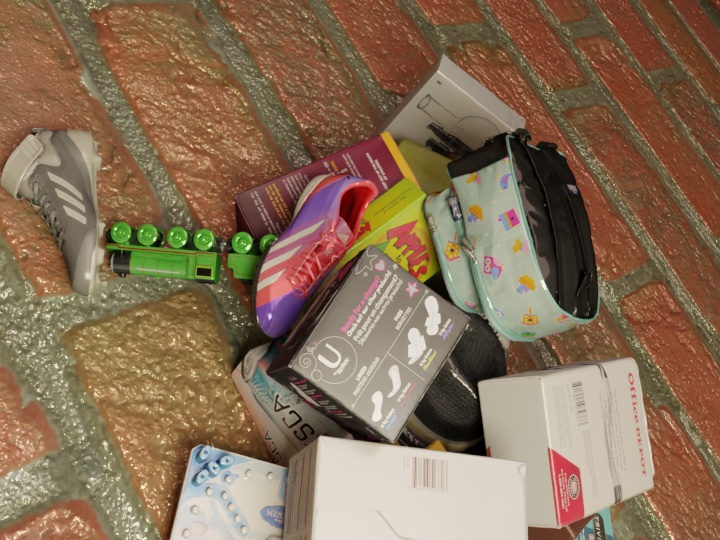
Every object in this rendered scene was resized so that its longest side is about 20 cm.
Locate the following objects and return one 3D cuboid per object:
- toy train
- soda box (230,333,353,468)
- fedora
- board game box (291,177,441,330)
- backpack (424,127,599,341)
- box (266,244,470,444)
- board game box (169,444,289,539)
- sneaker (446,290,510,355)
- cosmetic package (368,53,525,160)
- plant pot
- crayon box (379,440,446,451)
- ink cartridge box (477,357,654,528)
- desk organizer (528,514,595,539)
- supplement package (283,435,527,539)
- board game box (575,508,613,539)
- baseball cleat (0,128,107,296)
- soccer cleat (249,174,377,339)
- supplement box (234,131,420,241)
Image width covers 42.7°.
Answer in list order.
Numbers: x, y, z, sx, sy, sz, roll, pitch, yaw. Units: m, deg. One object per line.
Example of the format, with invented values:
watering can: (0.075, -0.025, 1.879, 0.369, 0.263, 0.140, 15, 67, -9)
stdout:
toy train: (-0.172, -0.015, 0.968, 0.196, 0.042, 0.057, 4, 84, 3)
soda box: (-0.057, 0.172, 0.962, 0.063, 0.068, 0.202, -19, 72, -38)
fedora: (0.100, 0.109, 1.009, 0.198, 0.092, 0.203, 15, 55, -21)
board game box: (0.000, 0.000, 1.020, 0.048, 0.199, 0.102, 46, -10, 51)
backpack: (0.168, -0.023, 0.981, 0.175, 0.152, 0.203, 7, 59, -57)
box: (-0.002, 0.070, 0.859, 0.114, 0.200, 0.133, 35, 77, -6)
board game box: (-0.079, 0.278, 0.837, 0.197, 0.026, 0.203, 20, 63, -19)
sneaker: (0.152, 0.069, 1.129, 0.071, 0.201, 0.073, -24, 49, -6)
cosmetic package: (0.108, -0.178, 1.284, 0.150, 0.200, 0.052, 35, 41, -12)
plant pot: (0.099, -0.072, 1.220, 0.183, 0.201, 0.201, 32, 42, -1)
crayon box: (0.073, 0.266, 0.958, 0.051, 0.126, 0.201, -27, 78, -44)
ink cartridge box: (0.221, 0.175, 0.976, 0.198, 0.083, 0.148, -2, 83, -47)
desk organizer: (0.251, 0.251, 1.101, 0.199, 0.072, 0.078, -24, 76, -50)
supplement package: (0.037, 0.244, 0.817, 0.197, 0.111, 0.158, 10, 66, -16)
board game box: (0.222, 0.330, 1.102, 0.198, 0.047, 0.153, 26, 45, -24)
baseball cleat: (-0.313, -0.061, 0.941, 0.105, 0.070, 0.202, 3, 52, -23)
soccer cleat: (-0.047, -0.019, 0.935, 0.068, 0.072, 0.202, 53, 50, -37)
supplement box: (-0.041, -0.067, 1.071, 0.198, 0.111, 0.086, -25, 72, -16)
